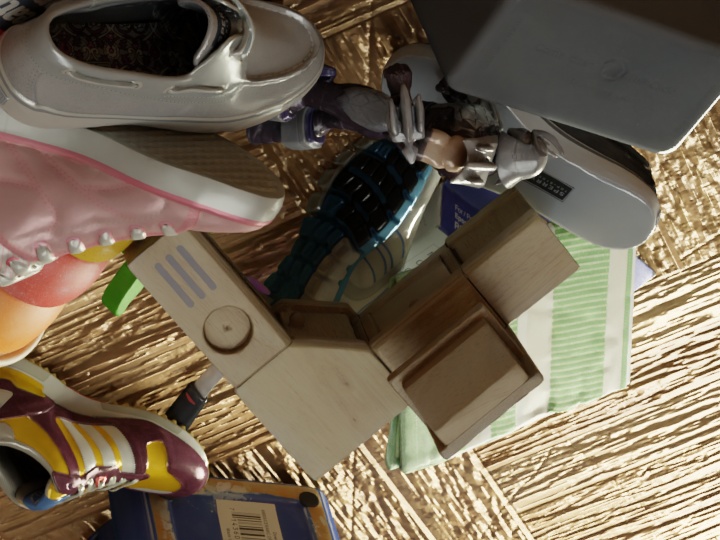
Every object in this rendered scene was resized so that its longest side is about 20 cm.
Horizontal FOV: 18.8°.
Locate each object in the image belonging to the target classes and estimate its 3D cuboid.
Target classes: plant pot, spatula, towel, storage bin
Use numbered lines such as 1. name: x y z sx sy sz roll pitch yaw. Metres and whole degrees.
1. plant pot: -0.105 0.260 1.570 0.200 0.200 0.180 7 128 -22
2. spatula: -0.099 0.071 1.471 0.021 0.057 0.200 -26 163 -46
3. towel: 0.100 0.041 1.417 0.200 0.023 0.153 -19 124 -30
4. storage bin: 0.112 -0.146 1.215 0.200 0.135 0.146 15 131 -28

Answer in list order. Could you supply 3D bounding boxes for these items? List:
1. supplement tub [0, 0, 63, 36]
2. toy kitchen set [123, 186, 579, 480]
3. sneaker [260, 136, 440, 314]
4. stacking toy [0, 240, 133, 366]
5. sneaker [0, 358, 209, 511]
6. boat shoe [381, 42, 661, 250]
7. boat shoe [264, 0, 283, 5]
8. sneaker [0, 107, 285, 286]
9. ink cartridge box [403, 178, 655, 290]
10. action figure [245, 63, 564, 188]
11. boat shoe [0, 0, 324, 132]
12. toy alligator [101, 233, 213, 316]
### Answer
1. supplement tub: -0.194 -0.188 1.083 0.200 0.141 0.140 -24 138 12
2. toy kitchen set: 0.000 0.002 1.231 0.200 0.163 0.181 -39 109 4
3. sneaker: 0.000 0.000 1.369 0.087 0.075 0.200 26 104 -40
4. stacking toy: -0.167 -0.039 1.224 0.200 0.146 0.146 -22 140 30
5. sneaker: -0.192 0.131 1.462 0.200 0.090 0.075 25 139 -28
6. boat shoe: 0.101 -0.088 1.326 0.200 0.066 0.070 28 131 -15
7. boat shoe: -0.134 -0.135 1.207 0.200 0.072 0.072 -25 137 13
8. sneaker: -0.144 -0.034 1.140 0.200 0.075 0.105 17 110 2
9. ink cartridge box: 0.074 0.025 1.465 0.200 0.041 0.199 -36 134 23
10. action figure: 0.020 -0.088 1.223 0.200 0.070 0.130 15 179 20
11. boat shoe: -0.091 -0.115 1.105 0.200 0.072 0.068 -1 162 -37
12. toy alligator: -0.107 -0.050 1.330 0.054 0.059 0.200 -34 159 -51
